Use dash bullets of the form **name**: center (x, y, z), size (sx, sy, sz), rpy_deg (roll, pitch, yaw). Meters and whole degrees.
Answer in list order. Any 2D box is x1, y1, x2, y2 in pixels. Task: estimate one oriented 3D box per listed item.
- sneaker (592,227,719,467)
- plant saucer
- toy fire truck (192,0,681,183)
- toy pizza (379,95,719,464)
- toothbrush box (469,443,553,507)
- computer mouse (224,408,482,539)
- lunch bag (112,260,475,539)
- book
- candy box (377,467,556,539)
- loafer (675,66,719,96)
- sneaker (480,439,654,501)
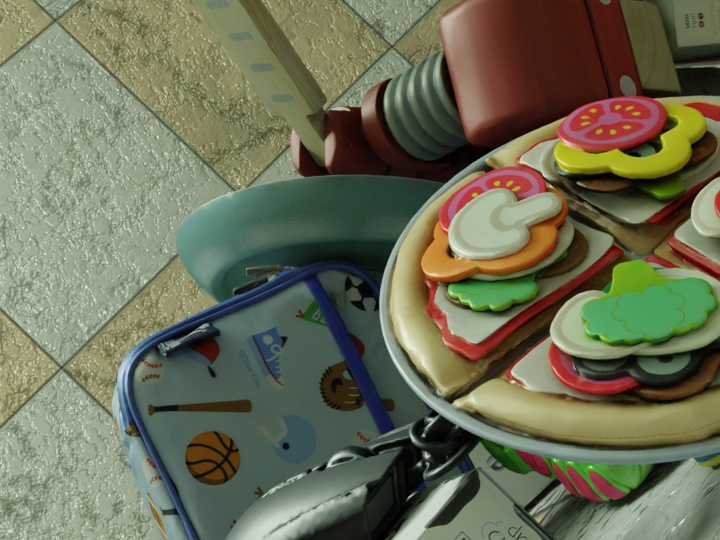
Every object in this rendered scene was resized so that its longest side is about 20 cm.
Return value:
- **sneaker**: center (0.110, -0.007, 0.642), size (0.074, 0.082, 0.200), rpy_deg (-57, 20, 21)
- **plant saucer**: center (0.000, 0.000, 0.835), size (0.200, 0.198, 0.028), rpy_deg (129, 144, -65)
- **toy fire truck**: center (0.029, -0.094, 0.757), size (0.199, 0.130, 0.175), rpy_deg (-3, -15, -42)
- **toy pizza**: center (0.101, -0.012, 0.557), size (0.200, 0.199, 0.032), rpy_deg (-46, -45, -32)
- **toothbrush box**: center (0.108, 0.054, 0.931), size (0.146, 0.086, 0.200), rpy_deg (-48, 0, 29)
- **computer mouse**: center (0.000, 0.081, 0.656), size (0.200, 0.046, 0.140), rpy_deg (-50, -2, 35)
- **lunch bag**: center (-0.024, 0.096, 0.764), size (0.159, 0.201, 0.076), rpy_deg (-22, -12, -19)
- **book**: center (0.217, -0.138, 0.851), size (0.198, 0.049, 0.133), rpy_deg (-9, 6, -22)
- **candy box**: center (-0.011, 0.179, 0.610), size (0.200, 0.071, 0.168), rpy_deg (-47, -2, -16)
- **loafer**: center (0.178, -0.078, 0.869), size (0.198, 0.071, 0.070), rpy_deg (-6, 1, 16)
- **sneaker**: center (0.097, 0.052, 0.745), size (0.083, 0.077, 0.200), rpy_deg (-33, 22, -15)
